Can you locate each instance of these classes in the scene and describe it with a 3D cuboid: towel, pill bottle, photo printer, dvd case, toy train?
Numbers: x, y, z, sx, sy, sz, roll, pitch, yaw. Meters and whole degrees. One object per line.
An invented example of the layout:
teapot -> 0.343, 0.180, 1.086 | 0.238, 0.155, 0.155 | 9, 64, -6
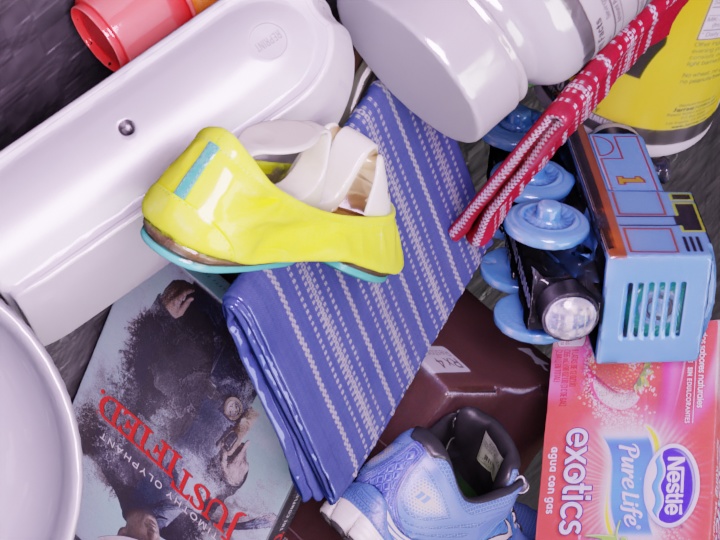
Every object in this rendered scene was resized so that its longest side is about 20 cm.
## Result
towel -> 0.128, -0.104, 1.270 | 0.200, 0.022, 0.145 | -48, 177, -32
pill bottle -> 0.091, -0.161, 1.175 | 0.200, 0.114, 0.114 | -43, 154, -12
pill bottle -> 0.175, -0.173, 1.419 | 0.114, 0.114, 0.200 | -28, 147, -38
photo printer -> -0.090, -0.052, 1.141 | 0.200, 0.069, 0.166 | -36, 174, -9
towel -> 0.000, 0.000, 1.228 | 0.200, 0.024, 0.145 | -57, 139, -37
dvd case -> -0.094, 0.098, 1.327 | 0.022, 0.146, 0.200 | -22, 145, -50
toy train -> 0.124, -0.025, 1.361 | 0.114, 0.200, 0.087 | 1, 121, -7

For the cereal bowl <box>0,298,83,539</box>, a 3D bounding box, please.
cereal bowl -> -0.219, 0.087, 1.084 | 0.200, 0.200, 0.083 | -49, -175, 0

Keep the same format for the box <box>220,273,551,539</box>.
box -> -0.017, 0.097, 1.426 | 0.200, 0.164, 0.166 | -57, 153, 15

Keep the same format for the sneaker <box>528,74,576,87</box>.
sneaker -> 0.105, -0.191, 1.281 | 0.077, 0.084, 0.200 | -18, 121, -67

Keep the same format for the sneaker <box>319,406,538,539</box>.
sneaker -> 0.061, 0.126, 1.311 | 0.089, 0.079, 0.200 | -50, 153, 8

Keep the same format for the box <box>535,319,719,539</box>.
box -> 0.151, 0.136, 1.344 | 0.103, 0.095, 0.200 | 66, 27, -55

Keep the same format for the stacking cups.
stacking cups -> -0.047, -0.164, 1.152 | 0.200, 0.061, 0.061 | -37, 153, -14

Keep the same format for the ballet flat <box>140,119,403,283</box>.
ballet flat -> -0.024, -0.033, 1.081 | 0.200, 0.067, 0.067 | 2, 115, -63

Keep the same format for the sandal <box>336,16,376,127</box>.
sandal -> 0.005, -0.107, 1.292 | 0.201, 0.057, 0.080 | -63, 157, -8
